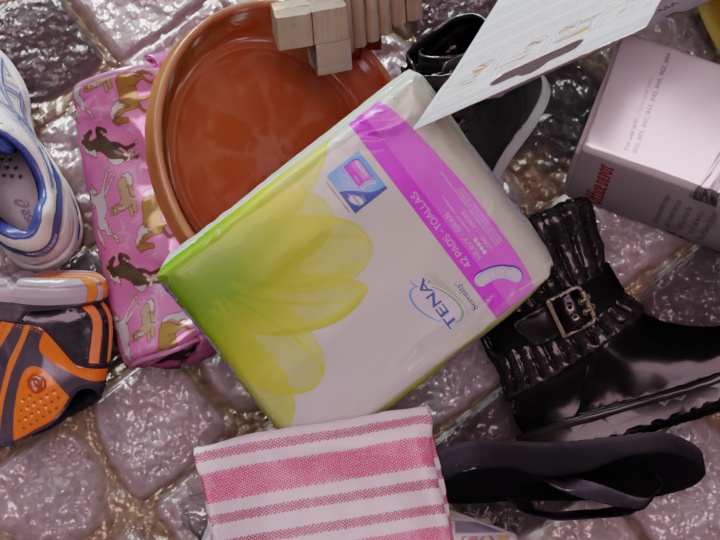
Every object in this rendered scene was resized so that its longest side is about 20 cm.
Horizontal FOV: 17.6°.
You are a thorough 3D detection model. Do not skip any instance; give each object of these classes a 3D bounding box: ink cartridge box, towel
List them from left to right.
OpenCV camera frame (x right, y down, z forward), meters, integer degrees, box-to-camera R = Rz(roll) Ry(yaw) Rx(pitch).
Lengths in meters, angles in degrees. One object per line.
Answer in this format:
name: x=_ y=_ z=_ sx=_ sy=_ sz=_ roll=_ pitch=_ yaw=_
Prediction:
towel: x=-0.010 y=0.187 z=1.360 sx=0.146 sy=0.030 sz=0.201 roll=-10 pitch=84 yaw=-5
ink cartridge box: x=0.132 y=-0.138 z=1.370 sx=0.162 sy=0.200 sz=0.057 roll=-23 pitch=114 yaw=30
ink cartridge box: x=0.238 y=-0.064 z=1.468 sx=0.199 sy=0.146 sz=0.084 roll=21 pitch=81 yaw=5

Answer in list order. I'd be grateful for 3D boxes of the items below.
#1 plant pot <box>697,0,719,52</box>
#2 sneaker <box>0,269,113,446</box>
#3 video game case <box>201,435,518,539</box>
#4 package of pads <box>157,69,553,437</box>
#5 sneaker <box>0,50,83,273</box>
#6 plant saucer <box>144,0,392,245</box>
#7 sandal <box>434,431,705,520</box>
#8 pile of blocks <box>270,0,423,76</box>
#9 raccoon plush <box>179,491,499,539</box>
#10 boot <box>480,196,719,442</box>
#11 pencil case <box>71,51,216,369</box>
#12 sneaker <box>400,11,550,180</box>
plant pot: x=0.343 y=-0.204 z=1.472 sx=0.201 sy=0.201 sz=0.189 roll=41 pitch=69 yaw=7
sneaker: x=-0.256 y=0.058 z=1.499 sx=0.199 sy=0.078 sz=0.113 roll=1 pitch=98 yaw=17
video game case: x=-0.022 y=0.221 z=1.393 sx=0.181 sy=0.023 sz=0.201 roll=19 pitch=72 yaw=5
package of pads: x=0.000 y=0.000 z=1.404 sx=0.200 sy=0.068 sz=0.155 roll=-37 pitch=99 yaw=3
sneaker: x=-0.246 y=-0.094 z=1.517 sx=0.075 sy=0.088 sz=0.200 roll=-35 pitch=80 yaw=-2
plant saucer: x=-0.051 y=-0.073 z=1.492 sx=0.199 sy=0.032 sz=0.201 roll=10 pitch=73 yaw=-33
sandal: x=0.127 y=0.136 z=1.447 sx=0.199 sy=0.076 sz=0.043 roll=0 pitch=62 yaw=-29
pile of blocks: x=0.002 y=-0.179 z=1.515 sx=0.082 sy=0.062 sz=0.200 roll=21 pitch=40 yaw=33
raccoon plush: x=-0.002 y=0.170 z=1.470 sx=0.200 sy=0.097 sz=0.134 roll=43 pitch=77 yaw=8
boot: x=0.172 y=0.023 z=1.489 sx=0.210 sy=0.079 sz=0.159 roll=-17 pitch=81 yaw=-1
pencil case: x=-0.132 y=-0.037 z=1.507 sx=0.086 sy=0.083 sz=0.201 roll=-14 pitch=80 yaw=1
sneaker: x=0.047 y=-0.078 z=1.477 sx=0.070 sy=0.099 sz=0.201 roll=6 pitch=58 yaw=40
